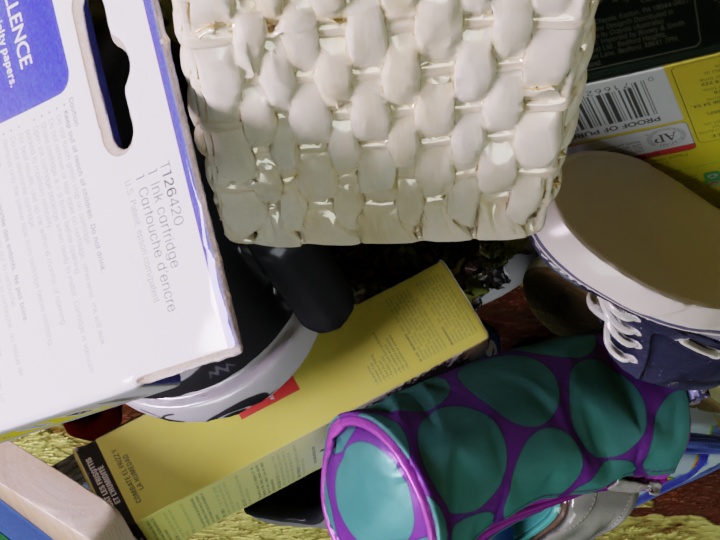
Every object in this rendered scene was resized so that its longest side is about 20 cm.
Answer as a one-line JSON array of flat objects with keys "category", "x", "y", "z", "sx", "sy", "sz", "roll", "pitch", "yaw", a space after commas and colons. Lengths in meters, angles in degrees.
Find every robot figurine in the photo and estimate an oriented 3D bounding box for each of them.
[{"category": "robot figurine", "x": -0.092, "y": -0.016, "z": 0.641, "sx": 0.125, "sy": 0.150, "sz": 0.200, "roll": -34, "pitch": 141, "yaw": -1}]

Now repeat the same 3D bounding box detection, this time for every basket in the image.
[{"category": "basket", "x": 0.008, "y": -0.101, "z": 0.494, "sx": 0.135, "sy": 0.124, "sz": 0.200, "roll": -2, "pitch": 155, "yaw": 0}]

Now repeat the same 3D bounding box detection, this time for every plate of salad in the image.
[{"category": "plate of salad", "x": 0.000, "y": 0.000, "z": 0.796, "sx": 0.199, "sy": 0.048, "sz": 0.200, "roll": -2, "pitch": 154, "yaw": -1}]

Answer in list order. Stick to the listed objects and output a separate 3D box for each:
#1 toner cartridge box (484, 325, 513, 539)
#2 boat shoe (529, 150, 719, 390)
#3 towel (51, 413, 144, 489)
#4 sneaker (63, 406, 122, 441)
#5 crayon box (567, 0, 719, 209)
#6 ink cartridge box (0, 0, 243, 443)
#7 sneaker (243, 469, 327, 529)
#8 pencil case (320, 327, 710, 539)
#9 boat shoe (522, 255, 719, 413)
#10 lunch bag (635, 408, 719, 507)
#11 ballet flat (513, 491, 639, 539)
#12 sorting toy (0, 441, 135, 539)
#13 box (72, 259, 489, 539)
[{"category": "toner cartridge box", "x": 0.040, "y": 0.134, "z": 0.904, "sx": 0.095, "sy": 0.201, "sz": 0.043, "roll": -19, "pitch": 149, "yaw": 31}, {"category": "boat shoe", "x": 0.128, "y": 0.012, "z": 0.678, "sx": 0.200, "sy": 0.075, "sz": 0.093, "roll": 17, "pitch": 142, "yaw": -35}, {"category": "towel", "x": -0.137, "y": 0.110, "z": 0.920, "sx": 0.200, "sy": 0.024, "sz": 0.147, "roll": -29, "pitch": 174, "yaw": -35}, {"category": "sneaker", "x": -0.176, "y": 0.041, "z": 0.821, "sx": 0.077, "sy": 0.085, "sz": 0.200, "roll": -12, "pitch": 154, "yaw": 17}, {"category": "crayon box", "x": 0.144, "y": -0.061, "z": 0.675, "sx": 0.127, "sy": 0.051, "sz": 0.200, "roll": -11, "pitch": 153, "yaw": 18}, {"category": "ink cartridge box", "x": -0.128, "y": -0.043, "z": 0.524, "sx": 0.200, "sy": 0.198, "sz": 0.047, "roll": -18, "pitch": 173, "yaw": 30}, {"category": "sneaker", "x": -0.043, "y": 0.097, "z": 0.850, "sx": 0.140, "sy": 0.078, "sz": 0.200, "roll": 9, "pitch": 179, "yaw": -38}, {"category": "pencil case", "x": 0.075, "y": 0.087, "z": 0.730, "sx": 0.200, "sy": 0.093, "sz": 0.085, "roll": -14, "pitch": 157, "yaw": -39}, {"category": "boat shoe", "x": 0.159, "y": 0.021, "z": 0.850, "sx": 0.073, "sy": 0.063, "sz": 0.200, "roll": 11, "pitch": 165, "yaw": 45}, {"category": "lunch bag", "x": 0.143, "y": 0.117, "z": 1.022, "sx": 0.160, "sy": 0.083, "sz": 0.200, "roll": 7, "pitch": 154, "yaw": -26}, {"category": "ballet flat", "x": 0.106, "y": 0.159, "z": 0.933, "sx": 0.063, "sy": 0.068, "sz": 0.200, "roll": 5, "pitch": 156, "yaw": -21}, {"category": "sorting toy", "x": -0.194, "y": 0.130, "z": 0.731, "sx": 0.198, "sy": 0.070, "sz": 0.200, "roll": 28, "pitch": 155, "yaw": 19}, {"category": "box", "x": -0.035, "y": 0.070, "z": 0.741, "sx": 0.200, "sy": 0.050, "sz": 0.075, "roll": -27, "pitch": 159, "yaw": -8}]
